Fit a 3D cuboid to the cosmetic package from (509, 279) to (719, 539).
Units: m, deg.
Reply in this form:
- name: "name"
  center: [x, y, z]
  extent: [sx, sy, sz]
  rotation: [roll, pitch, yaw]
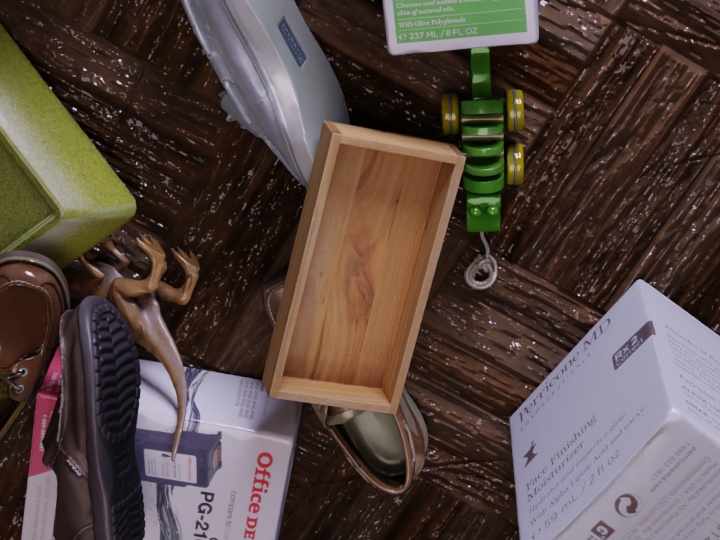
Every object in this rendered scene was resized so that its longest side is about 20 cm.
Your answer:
- name: "cosmetic package"
  center: [0.225, 0.148, 1.237]
  extent: [0.165, 0.200, 0.165]
  rotation: [35, 112, -15]

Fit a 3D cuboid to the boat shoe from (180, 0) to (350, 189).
- name: "boat shoe"
  center: [-0.068, -0.137, 1.196]
  extent: [0.071, 0.070, 0.201]
  rotation: [-7, 122, 32]

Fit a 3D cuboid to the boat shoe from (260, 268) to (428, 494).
- name: "boat shoe"
  center: [-0.007, 0.087, 1.287]
  extent: [0.076, 0.074, 0.200]
  rotation: [-29, 111, 15]

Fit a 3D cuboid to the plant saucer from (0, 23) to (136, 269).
- name: "plant saucer"
  center: [-0.300, -0.063, 1.223]
  extent: [0.199, 0.048, 0.200]
  rotation: [-34, 99, 17]

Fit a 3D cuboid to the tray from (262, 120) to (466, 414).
- name: "tray"
  center: [0.000, 0.000, 1.200]
  extent: [0.098, 0.037, 0.201]
  rotation: [9, 110, -17]

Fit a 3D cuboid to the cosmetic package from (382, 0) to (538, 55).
- name: "cosmetic package"
  center: [0.060, -0.255, 1.118]
  extent: [0.107, 0.085, 0.201]
  rotation: [-5, 116, 8]

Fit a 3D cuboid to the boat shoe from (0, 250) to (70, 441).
- name: "boat shoe"
  center: [-0.260, 0.068, 1.235]
  extent: [0.072, 0.068, 0.200]
  rotation: [12, 138, -12]

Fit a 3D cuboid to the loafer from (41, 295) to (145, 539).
- name: "loafer"
  center: [-0.204, 0.119, 1.218]
  extent: [0.071, 0.073, 0.201]
  rotation: [0, 94, 19]

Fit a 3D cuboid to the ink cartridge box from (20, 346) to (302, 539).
- name: "ink cartridge box"
  center: [-0.155, 0.155, 1.319]
  extent: [0.199, 0.084, 0.145]
  rotation: [10, 115, -2]

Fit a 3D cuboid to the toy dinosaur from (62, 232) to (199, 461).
- name: "toy dinosaur"
  center: [-0.165, 0.033, 1.269]
  extent: [0.200, 0.060, 0.106]
  rotation: [44, 107, 14]

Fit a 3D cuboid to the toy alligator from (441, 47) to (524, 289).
- name: "toy alligator"
  center: [0.089, -0.066, 1.221]
  extent: [0.059, 0.054, 0.201]
  rotation: [-1, 115, 3]
